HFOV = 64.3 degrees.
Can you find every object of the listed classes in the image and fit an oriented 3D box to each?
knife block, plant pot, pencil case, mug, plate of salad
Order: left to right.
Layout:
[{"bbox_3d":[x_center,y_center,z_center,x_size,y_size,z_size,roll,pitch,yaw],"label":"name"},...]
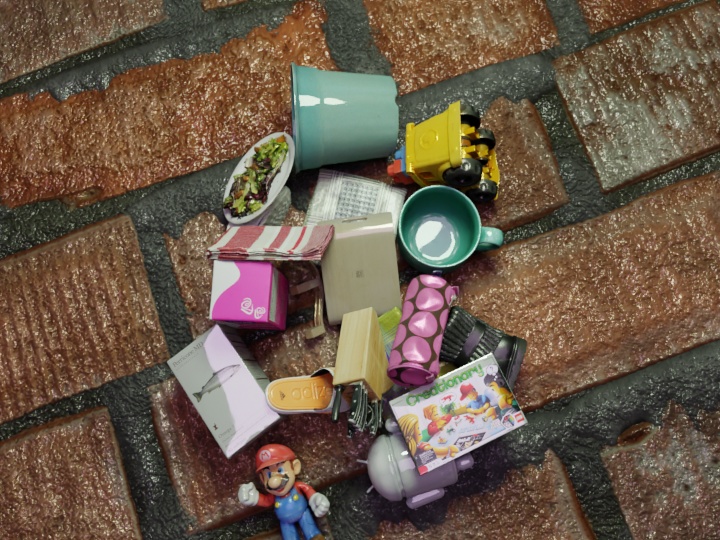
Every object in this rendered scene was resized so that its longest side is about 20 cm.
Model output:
[{"bbox_3d":[-0.203,-0.183,1.093,0.198,0.048,0.203,-23,52,31],"label":"plate of salad"},{"bbox_3d":[-0.033,-0.293,1.097,0.192,0.200,0.204,-4,79,-7],"label":"plant pot"},{"bbox_3d":[-0.008,0.175,0.980,0.063,0.175,0.204,-15,86,22],"label":"knife block"},{"bbox_3d":[0.109,0.103,0.987,0.092,0.091,0.202,10,55,13],"label":"pencil case"},{"bbox_3d":[0.155,-0.059,1.080,0.185,0.114,0.152,41,82,7],"label":"mug"}]

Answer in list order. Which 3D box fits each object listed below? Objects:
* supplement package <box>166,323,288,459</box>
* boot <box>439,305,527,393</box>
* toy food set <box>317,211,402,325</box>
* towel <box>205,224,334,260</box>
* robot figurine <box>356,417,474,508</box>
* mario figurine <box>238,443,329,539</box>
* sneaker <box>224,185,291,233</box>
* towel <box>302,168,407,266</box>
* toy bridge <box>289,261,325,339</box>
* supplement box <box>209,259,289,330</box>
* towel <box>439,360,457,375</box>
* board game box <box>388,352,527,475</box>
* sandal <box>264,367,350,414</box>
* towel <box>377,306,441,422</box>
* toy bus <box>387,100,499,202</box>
[{"bbox_3d":[-0.234,0.214,1.036,0.116,0.117,0.201,-37,80,-3],"label":"supplement package"},{"bbox_3d":[0.195,0.187,1.036,0.155,0.079,0.214,22,78,-2],"label":"boot"},{"bbox_3d":[0.000,0.000,1.080,0.141,0.060,0.204,-7,102,3],"label":"toy food set"},{"bbox_3d":[-0.150,-0.053,0.984,0.196,0.144,0.023,0,112,7],"label":"towel"},{"bbox_3d":[0.096,0.332,1.009,0.196,0.113,0.173,-17,96,-2],"label":"robot figurine"},{"bbox_3d":[-0.134,0.405,1.002,0.122,0.105,0.203,-20,86,-37],"label":"mario figurine"},{"bbox_3d":[-0.211,-0.091,1.119,0.080,0.077,0.201,33,80,17],"label":"sneaker"},{"bbox_3d":[-0.019,-0.091,1.130,0.189,0.035,0.204,15,81,4],"label":"towel"},{"bbox_3d":[-0.103,0.030,1.095,0.067,0.027,0.204,-21,95,-47],"label":"toy bridge"},{"bbox_3d":[-0.193,0.049,1.024,0.099,0.200,0.106,3,79,2],"label":"supplement box"},{"bbox_3d":[0.172,0.210,1.081,0.197,0.018,0.087,-21,85,-4],"label":"towel"},{"bbox_3d":[0.161,0.239,0.959,0.197,0.035,0.128,-25,70,-5],"label":"board game box"},{"bbox_3d":[-0.068,0.213,1.010,0.204,0.059,0.081,0,67,-40],"label":"sandal"},{"bbox_3d":[0.066,0.185,1.056,0.143,0.023,0.202,-33,79,20],"label":"towel"},{"bbox_3d":[0.156,-0.202,1.096,0.189,0.199,0.138,-12,68,31],"label":"toy bus"}]
